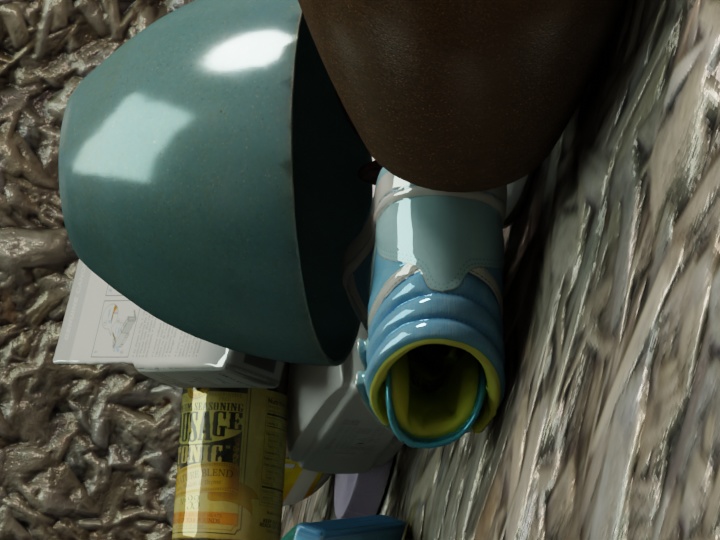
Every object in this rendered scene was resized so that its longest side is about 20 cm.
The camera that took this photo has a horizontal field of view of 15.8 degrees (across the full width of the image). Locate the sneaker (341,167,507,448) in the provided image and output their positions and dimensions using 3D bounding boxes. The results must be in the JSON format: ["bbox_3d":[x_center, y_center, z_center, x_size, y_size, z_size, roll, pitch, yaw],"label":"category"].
[{"bbox_3d":[0.028,0.039,1.260,0.200,0.079,0.131,92,180,-66],"label":"sneaker"}]

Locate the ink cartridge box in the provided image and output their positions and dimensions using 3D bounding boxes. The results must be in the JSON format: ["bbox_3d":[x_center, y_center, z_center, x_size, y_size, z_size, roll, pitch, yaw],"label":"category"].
[{"bbox_3d":[-0.091,-0.033,1.488,0.173,0.043,0.201,-3,70,51],"label":"ink cartridge box"}]

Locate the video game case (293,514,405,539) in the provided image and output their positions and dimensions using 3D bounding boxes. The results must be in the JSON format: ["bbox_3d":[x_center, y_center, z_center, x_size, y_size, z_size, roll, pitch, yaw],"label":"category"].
[{"bbox_3d":[-0.027,0.230,1.367,0.143,0.018,0.201,10,-86,-71],"label":"video game case"}]

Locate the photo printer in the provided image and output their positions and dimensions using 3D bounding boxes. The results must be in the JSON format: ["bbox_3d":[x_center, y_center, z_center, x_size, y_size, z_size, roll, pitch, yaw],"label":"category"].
[{"bbox_3d":[0.000,0.000,1.502,0.166,0.069,0.201,123,150,-66],"label":"photo printer"}]

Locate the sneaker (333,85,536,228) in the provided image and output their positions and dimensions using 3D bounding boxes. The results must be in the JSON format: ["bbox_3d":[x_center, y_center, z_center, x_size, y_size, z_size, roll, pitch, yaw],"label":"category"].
[{"bbox_3d":[0.045,-0.127,1.279,0.076,0.115,0.201,-163,87,-85],"label":"sneaker"}]

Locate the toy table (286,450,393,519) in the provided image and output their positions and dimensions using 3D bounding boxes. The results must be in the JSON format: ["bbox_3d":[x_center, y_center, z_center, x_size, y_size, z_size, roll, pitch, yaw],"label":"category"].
[{"bbox_3d":[-0.037,0.072,1.644,0.200,0.116,0.185,-91,16,-75],"label":"toy table"}]

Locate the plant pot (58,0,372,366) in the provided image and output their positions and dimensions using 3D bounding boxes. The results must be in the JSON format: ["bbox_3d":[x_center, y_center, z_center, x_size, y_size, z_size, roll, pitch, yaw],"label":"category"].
[{"bbox_3d":[-0.077,-0.051,1.325,0.200,0.134,0.201,-1,-90,-78],"label":"plant pot"}]

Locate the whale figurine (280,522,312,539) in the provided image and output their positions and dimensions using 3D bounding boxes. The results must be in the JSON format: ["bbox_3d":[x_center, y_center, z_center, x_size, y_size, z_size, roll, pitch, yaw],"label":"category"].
[{"bbox_3d":[-0.059,0.227,1.528,0.200,0.103,0.160,-88,13,-59],"label":"whale figurine"}]

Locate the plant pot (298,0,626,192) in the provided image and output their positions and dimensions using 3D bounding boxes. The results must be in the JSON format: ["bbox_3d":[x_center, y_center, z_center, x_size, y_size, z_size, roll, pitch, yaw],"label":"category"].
[{"bbox_3d":[0.044,-0.139,1.130,0.201,0.186,0.188,89,-172,-46],"label":"plant pot"}]

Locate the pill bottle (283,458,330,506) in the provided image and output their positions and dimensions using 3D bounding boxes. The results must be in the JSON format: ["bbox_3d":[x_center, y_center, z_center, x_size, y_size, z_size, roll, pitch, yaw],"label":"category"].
[{"bbox_3d":[-0.058,0.102,1.827,0.200,0.109,0.110,117,166,-67],"label":"pill bottle"}]

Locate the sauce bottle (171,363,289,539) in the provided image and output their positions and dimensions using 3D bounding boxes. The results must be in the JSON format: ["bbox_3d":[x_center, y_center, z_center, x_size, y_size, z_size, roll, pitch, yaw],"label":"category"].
[{"bbox_3d":[-0.073,0.076,1.501,0.066,0.066,0.201,124,148,-75],"label":"sauce bottle"}]
